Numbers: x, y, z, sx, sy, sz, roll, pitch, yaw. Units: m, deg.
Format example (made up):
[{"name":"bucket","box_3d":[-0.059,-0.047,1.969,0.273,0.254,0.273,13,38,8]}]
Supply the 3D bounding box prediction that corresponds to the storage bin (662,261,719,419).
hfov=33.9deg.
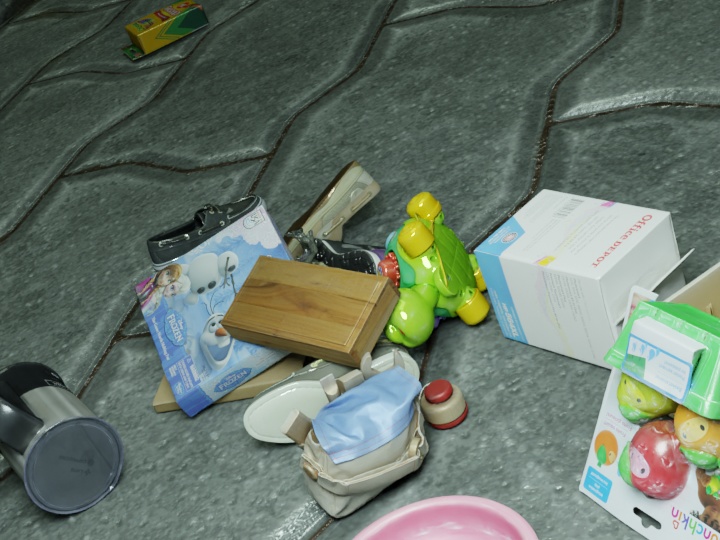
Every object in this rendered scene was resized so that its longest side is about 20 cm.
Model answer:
[{"name":"storage bin","box_3d":[0.391,0.073,1.094,0.199,0.094,0.198,-31,30,-17]}]

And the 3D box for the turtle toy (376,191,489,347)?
[{"name":"turtle toy","box_3d":[0.074,0.012,1.374,0.101,0.146,0.200,-33,18,27]}]

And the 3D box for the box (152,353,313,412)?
[{"name":"box","box_3d":[-0.148,0.105,1.472,0.198,0.021,0.164,-10,32,17]}]

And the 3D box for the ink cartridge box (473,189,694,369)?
[{"name":"ink cartridge box","box_3d":[0.247,0.011,1.260,0.128,0.126,0.199,-38,33,-27]}]

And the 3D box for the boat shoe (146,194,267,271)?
[{"name":"boat shoe","box_3d":[-0.230,-0.066,1.774,0.199,0.057,0.068,-33,31,-20]}]

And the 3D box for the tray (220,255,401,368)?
[{"name":"tray","box_3d":[-0.059,0.042,1.327,0.199,0.037,0.099,9,60,40]}]

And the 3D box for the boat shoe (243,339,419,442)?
[{"name":"boat shoe","box_3d":[-0.036,0.132,1.307,0.200,0.073,0.060,-19,27,-7]}]

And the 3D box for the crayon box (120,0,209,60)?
[{"name":"crayon box","box_3d":[-0.467,-0.566,2.755,0.199,0.051,0.127,-30,31,-13]}]

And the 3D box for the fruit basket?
[{"name":"fruit basket","box_3d":[0.262,0.134,0.997,0.093,0.202,0.185,11,12,-33]}]

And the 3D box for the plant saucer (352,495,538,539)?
[{"name":"plant saucer","box_3d":[0.065,0.280,1.011,0.198,0.051,0.201,-16,31,10]}]

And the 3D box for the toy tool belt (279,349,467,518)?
[{"name":"toy tool belt","box_3d":[0.017,0.145,1.192,0.199,0.124,0.125,-33,31,-21]}]

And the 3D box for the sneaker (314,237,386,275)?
[{"name":"sneaker","box_3d":[0.000,0.000,1.524,0.087,0.077,0.199,-4,11,-32]}]

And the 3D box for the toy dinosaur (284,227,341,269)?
[{"name":"toy dinosaur","box_3d":[-0.065,-0.008,1.504,0.047,0.089,0.199,-22,9,-32]}]

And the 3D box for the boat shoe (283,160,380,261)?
[{"name":"boat shoe","box_3d":[-0.050,-0.058,1.627,0.200,0.065,0.072,-51,14,-11]}]

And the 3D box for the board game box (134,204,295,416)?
[{"name":"board game box","box_3d":[-0.163,0.045,1.444,0.198,0.043,0.201,-32,50,2]}]

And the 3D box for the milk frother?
[{"name":"milk frother","box_3d":[-0.403,0.223,1.360,0.188,0.179,0.202,25,96,53]}]
